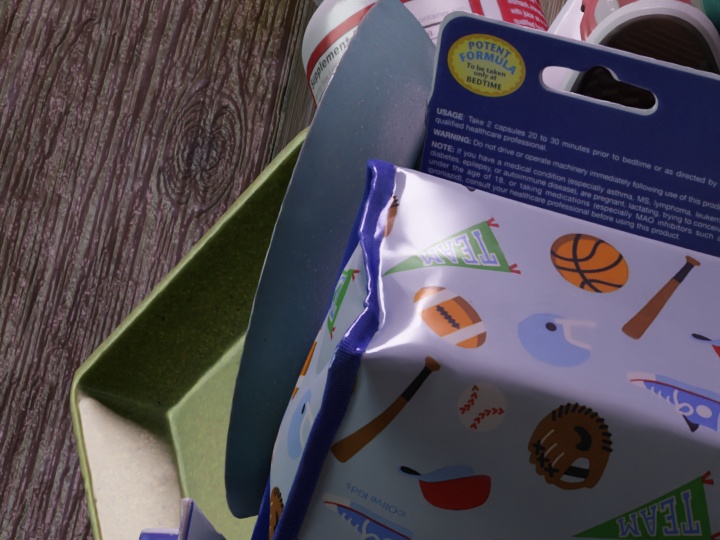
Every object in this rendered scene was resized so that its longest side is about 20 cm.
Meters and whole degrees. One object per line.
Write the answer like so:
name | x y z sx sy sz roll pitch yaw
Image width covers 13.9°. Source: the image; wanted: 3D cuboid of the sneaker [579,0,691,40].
sneaker | 0.141 -0.164 1.216 0.087 0.073 0.201 -48 30 48

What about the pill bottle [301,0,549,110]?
pill bottle | 0.039 -0.070 1.321 0.112 0.112 0.201 116 140 -61

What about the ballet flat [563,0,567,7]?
ballet flat | 0.113 -0.147 1.383 0.066 0.056 0.201 -106 30 -74

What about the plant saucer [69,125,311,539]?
plant saucer | -0.039 0.075 1.257 0.200 0.048 0.201 -45 44 33

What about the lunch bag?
lunch bag | 0.050 0.089 0.977 0.124 0.169 0.201 -77 6 -49

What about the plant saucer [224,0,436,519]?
plant saucer | 0.000 0.000 1.090 0.200 0.036 0.201 17 -90 -81

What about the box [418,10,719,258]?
box | 0.073 0.013 1.038 0.032 0.120 0.201 -45 -33 -61

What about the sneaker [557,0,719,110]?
sneaker | 0.099 -0.019 1.093 0.085 0.072 0.201 -78 -7 -58

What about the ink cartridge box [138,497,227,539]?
ink cartridge box | -0.072 0.201 1.058 0.200 0.043 0.198 61 -143 -63

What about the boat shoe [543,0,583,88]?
boat shoe | 0.110 -0.085 1.251 0.200 0.068 0.072 -57 2 -41

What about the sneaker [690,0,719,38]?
sneaker | 0.160 -0.170 1.021 0.080 0.071 0.202 -127 43 -80
